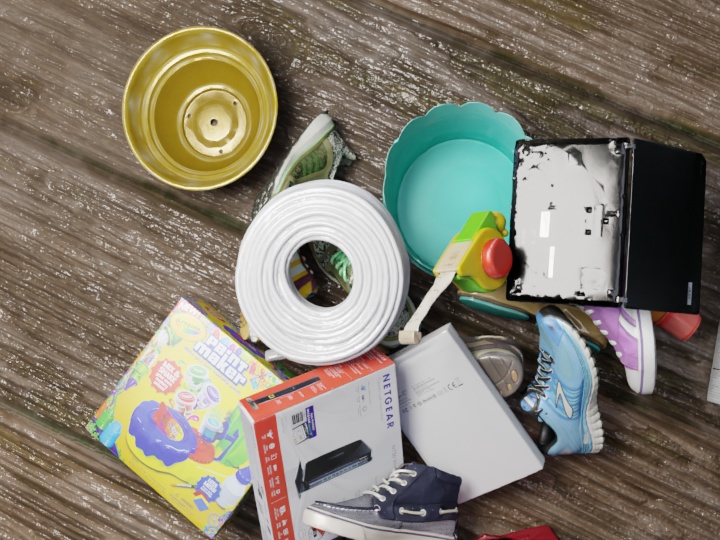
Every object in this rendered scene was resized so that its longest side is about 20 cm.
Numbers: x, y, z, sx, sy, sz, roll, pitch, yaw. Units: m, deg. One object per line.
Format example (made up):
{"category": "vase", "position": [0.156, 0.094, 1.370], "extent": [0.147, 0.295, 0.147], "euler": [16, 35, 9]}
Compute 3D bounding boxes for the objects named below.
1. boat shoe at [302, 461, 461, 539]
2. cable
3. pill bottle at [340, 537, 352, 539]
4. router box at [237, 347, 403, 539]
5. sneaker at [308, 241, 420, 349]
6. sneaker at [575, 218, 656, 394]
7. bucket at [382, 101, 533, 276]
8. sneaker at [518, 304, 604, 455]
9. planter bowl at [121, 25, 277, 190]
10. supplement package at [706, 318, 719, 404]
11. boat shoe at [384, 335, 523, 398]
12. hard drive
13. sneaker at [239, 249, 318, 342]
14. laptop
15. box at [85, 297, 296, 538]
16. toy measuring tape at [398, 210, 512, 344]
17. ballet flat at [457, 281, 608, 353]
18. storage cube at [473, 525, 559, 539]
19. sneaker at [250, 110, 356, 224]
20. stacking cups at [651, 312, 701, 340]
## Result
{"category": "boat shoe", "position": [0.029, 0.262, 0.956], "extent": [0.197, 0.074, 0.095], "euler": [18, 76, -27]}
{"category": "cable", "position": [-0.044, 0.003, 0.927], "extent": [0.195, 0.069, 0.205], "euler": [-5, 95, 9]}
{"category": "pill bottle", "position": [0.007, 0.369, 0.949], "extent": [0.110, 0.200, 0.115], "euler": [0, 86, 4]}
{"category": "router box", "position": [-0.038, 0.210, 0.957], "extent": [0.176, 0.049, 0.204], "euler": [-19, 119, -24]}
{"category": "sneaker", "position": [0.000, 0.000, 1.017], "extent": [0.077, 0.089, 0.201], "euler": [-39, 73, -1]}
{"category": "sneaker", "position": [0.282, 0.048, 0.978], "extent": [0.112, 0.073, 0.205], "euler": [-10, 90, 16]}
{"category": "bucket", "position": [0.123, -0.085, 1.004], "extent": [0.202, 0.135, 0.213], "euler": [0, 85, 5]}
{"category": "sneaker", "position": [0.227, 0.138, 0.974], "extent": [0.088, 0.079, 0.204], "euler": [-16, 112, -2]}
{"category": "planter bowl", "position": [-0.195, -0.197, 1.063], "extent": [0.195, 0.083, 0.206], "euler": [0, 86, 4]}
{"category": "supplement package", "position": [0.527, 0.075, 0.954], "extent": [0.187, 0.147, 0.205], "euler": [10, 88, 5]}
{"category": "boat shoe", "position": [0.107, 0.120, 1.025], "extent": [0.196, 0.073, 0.076], "euler": [-3, 114, 23]}
{"category": "hard drive", "position": [0.110, 0.174, 0.990], "extent": [0.131, 0.027, 0.202], "euler": [-31, 100, 30]}
{"category": "sneaker", "position": [-0.096, -0.003, 1.046], "extent": [0.088, 0.075, 0.205], "euler": [12, 70, -18]}
{"category": "laptop", "position": [0.272, -0.048, 0.924], "extent": [0.196, 0.103, 0.182], "euler": [2, 86, 25]}
{"category": "box", "position": [-0.185, 0.173, 1.019], "extent": [0.199, 0.122, 0.194], "euler": [37, 89, 6]}
{"category": "toy measuring tape", "position": [0.109, 0.017, 0.877], "extent": [0.073, 0.074, 0.201], "euler": [32, 60, 6]}
{"category": "ballet flat", "position": [0.215, 0.040, 1.025], "extent": [0.196, 0.069, 0.064], "euler": [21, 79, -6]}
{"category": "storage cube", "position": [0.168, 0.413, 0.945], "extent": [0.167, 0.180, 0.205], "euler": [-11, 84, 4]}
{"category": "sneaker", "position": [-0.062, -0.108, 1.024], "extent": [0.088, 0.077, 0.202], "euler": [36, 58, -10]}
{"category": "stacking cups", "position": [0.321, 0.015, 1.020], "extent": [0.199, 0.061, 0.061], "euler": [39, 90, 5]}
